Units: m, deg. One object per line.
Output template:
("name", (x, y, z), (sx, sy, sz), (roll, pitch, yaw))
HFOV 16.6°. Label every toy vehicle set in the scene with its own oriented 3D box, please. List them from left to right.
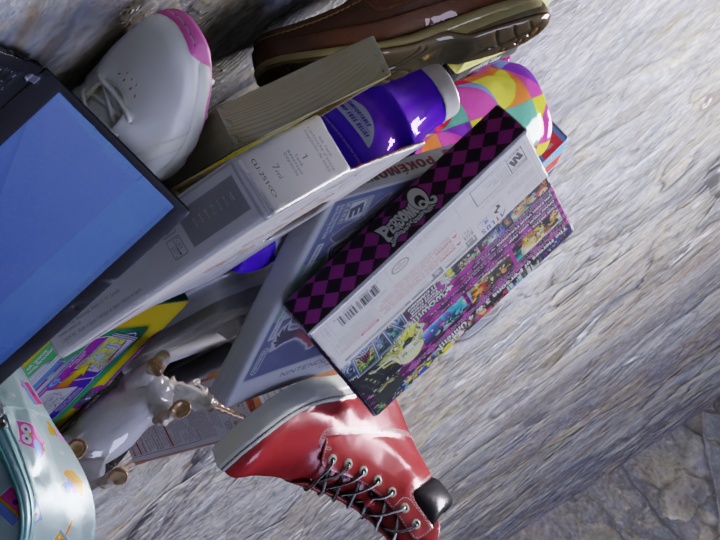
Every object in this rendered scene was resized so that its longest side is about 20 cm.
("toy vehicle set", (-0.082, -0.079, 1.505), (0.124, 0.027, 0.200), (-28, -178, -35))

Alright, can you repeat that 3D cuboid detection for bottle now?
("bottle", (-0.022, -0.078, 1.671), (0.199, 0.084, 0.065), (-32, 160, -22))

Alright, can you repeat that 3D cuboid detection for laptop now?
("laptop", (-0.218, -0.023, 1.323), (0.177, 0.103, 0.200), (-42, 165, 10))

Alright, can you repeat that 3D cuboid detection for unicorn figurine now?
("unicorn figurine", (-0.160, 0.106, 1.719), (0.199, 0.074, 0.137), (-25, 180, -20))

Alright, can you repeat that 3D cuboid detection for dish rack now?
("dish rack", (-0.085, 0.029, 1.786), (0.171, 0.044, 0.200), (-19, 175, -39))

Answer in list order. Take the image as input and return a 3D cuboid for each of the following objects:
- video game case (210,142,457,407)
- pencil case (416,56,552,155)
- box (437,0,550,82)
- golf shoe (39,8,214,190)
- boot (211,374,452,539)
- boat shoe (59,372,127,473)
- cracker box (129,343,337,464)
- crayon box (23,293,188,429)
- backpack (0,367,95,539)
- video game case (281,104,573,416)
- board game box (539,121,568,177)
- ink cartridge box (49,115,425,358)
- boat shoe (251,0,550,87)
("video game case", (0.000, 0.000, 1.704), (0.182, 0.023, 0.201), (-18, 146, -44))
("pencil case", (0.053, -0.097, 1.809), (0.199, 0.089, 0.088), (-24, 160, -44))
("box", (0.109, -0.213, 1.655), (0.075, 0.050, 0.200), (-27, 162, -37))
("golf shoe", (-0.154, -0.068, 1.406), (0.091, 0.075, 0.200), (-17, 153, -47))
("boot", (-0.011, 0.152, 1.768), (0.072, 0.145, 0.199), (-38, 165, 32))
("boat shoe", (-0.231, 0.127, 1.817), (0.200, 0.073, 0.076), (-48, 141, -41))
("cracker box", (-0.090, 0.089, 1.929), (0.133, 0.058, 0.199), (-28, -174, -35))
("crayon box", (-0.234, 0.067, 1.648), (0.200, 0.058, 0.172), (-43, 164, 21))
("backpack", (-0.265, 0.132, 1.482), (0.176, 0.200, 0.153), (-41, 165, 14))
("video game case", (0.051, -0.003, 1.700), (0.200, 0.036, 0.181), (-43, 154, -3))
("board game box", (0.069, -0.035, 1.998), (0.200, 0.056, 0.196), (-43, 173, -10))
("ink cartridge box", (-0.082, -0.030, 1.502), (0.199, 0.045, 0.176), (-32, 179, 37))
("boat shoe", (0.020, -0.161, 1.567), (0.199, 0.068, 0.072), (-15, 169, -17))
